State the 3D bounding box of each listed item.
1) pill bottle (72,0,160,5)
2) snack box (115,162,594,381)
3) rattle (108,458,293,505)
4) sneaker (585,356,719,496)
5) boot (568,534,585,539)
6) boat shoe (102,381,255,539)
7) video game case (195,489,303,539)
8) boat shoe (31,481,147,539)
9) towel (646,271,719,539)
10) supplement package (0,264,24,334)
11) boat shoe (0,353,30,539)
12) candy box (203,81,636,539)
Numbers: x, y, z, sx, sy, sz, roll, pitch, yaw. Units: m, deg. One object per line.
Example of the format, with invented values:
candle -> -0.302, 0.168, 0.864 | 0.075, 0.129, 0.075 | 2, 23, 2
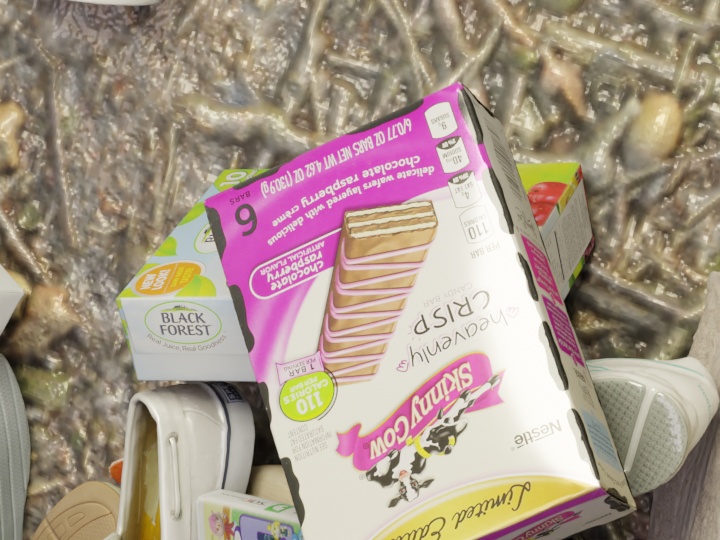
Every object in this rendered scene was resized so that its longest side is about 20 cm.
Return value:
pill bottle -> -0.131, -0.241, 1.308 | 0.119, 0.120, 0.201 | 14, 105, 20
snack box -> 0.000, 0.000, 1.278 | 0.200, 0.142, 0.053 | 0, 117, 23
rattle -> -0.028, 0.147, 1.381 | 0.200, 0.143, 0.131 | 35, 130, 53
sneaker -> 0.081, 0.081, 1.239 | 0.200, 0.080, 0.071 | -9, 100, 33
boot -> 0.056, 0.152, 1.277 | 0.204, 0.154, 0.073 | 48, 112, 9
boat shoe -> -0.112, 0.155, 1.312 | 0.075, 0.086, 0.202 | 28, 111, 49
video game case -> -0.009, 0.215, 1.240 | 0.182, 0.022, 0.201 | 7, 105, 47
boat shoe -> -0.150, 0.199, 1.416 | 0.072, 0.065, 0.200 | 38, 119, 38
towel -> 0.175, 0.099, 1.234 | 0.034, 0.133, 0.201 | 8, 103, -9
supplement package -> -0.316, 0.005, 1.377 | 0.200, 0.152, 0.151 | 46, 114, 31
boat shoe -> -0.225, 0.140, 1.438 | 0.062, 0.072, 0.201 | 6, 104, 19
candy box -> 0.024, 0.036, 1.150 | 0.136, 0.061, 0.200 | -24, 68, 15
